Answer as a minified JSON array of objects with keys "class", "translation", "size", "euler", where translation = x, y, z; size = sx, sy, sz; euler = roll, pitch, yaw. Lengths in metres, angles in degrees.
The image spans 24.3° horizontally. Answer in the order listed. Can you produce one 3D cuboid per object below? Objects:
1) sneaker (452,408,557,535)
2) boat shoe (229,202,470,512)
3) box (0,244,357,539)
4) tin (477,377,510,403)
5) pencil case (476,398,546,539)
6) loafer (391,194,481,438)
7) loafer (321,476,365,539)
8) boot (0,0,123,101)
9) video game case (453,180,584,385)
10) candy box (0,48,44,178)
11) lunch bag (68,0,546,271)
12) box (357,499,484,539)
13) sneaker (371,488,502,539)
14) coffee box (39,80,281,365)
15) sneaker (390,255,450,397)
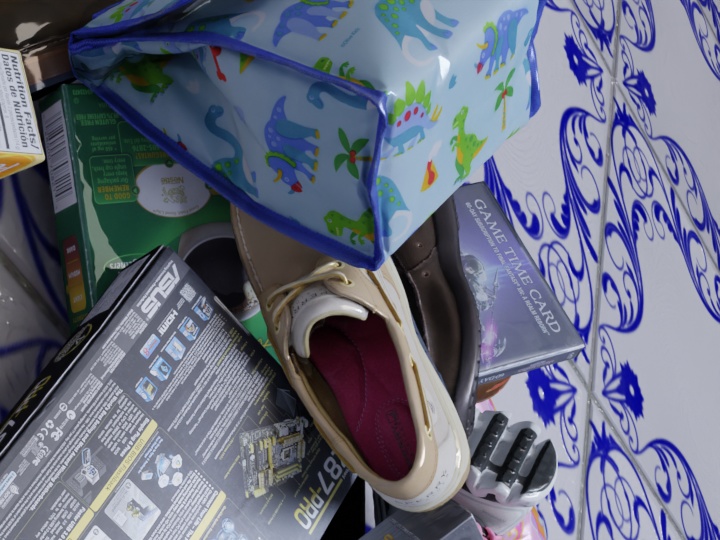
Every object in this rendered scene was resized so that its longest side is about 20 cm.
[{"class":"sneaker","translation":[0.028,0.102,1.073],"size":[0.199,0.081,0.075],"euler":[34,50,10]},{"class":"boat shoe","translation":[-0.011,0.027,0.844],"size":[0.201,0.073,0.069],"euler":[58,9,17]},{"class":"box","translation":[-0.100,0.112,0.803],"size":[0.161,0.049,0.201],"euler":[46,50,-16]},{"class":"tin","translation":[0.033,0.001,1.132],"size":[0.112,0.042,0.200],"euler":[-37,79,-33]},{"class":"pencil case","translation":[0.065,0.119,1.182],"size":[0.087,0.087,0.202],"euler":[-25,96,-64]},{"class":"loafer","translation":[0.031,0.025,1.021],"size":[0.074,0.070,0.201],"euler":[91,-6,-45]},{"class":"loafer","translation":[-0.021,0.182,0.990],"size":[0.072,0.062,0.202],"euler":[32,47,-55]},{"class":"boot","translation":[-0.154,-0.159,0.922],"size":[0.200,0.074,0.098],"euler":[-36,104,-54]},{"class":"video game case","translation":[0.032,0.017,1.077],"size":[0.198,0.019,0.144],"euler":[-12,59,-31]},{"class":"candy box","translation":[-0.234,-0.055,0.663],"size":[0.199,0.114,0.056],"euler":[-3,77,-63]},{"class":"lunch bag","translation":[-0.025,-0.118,0.864],"size":[0.170,0.199,0.129],"euler":[-41,144,-40]},{"class":"box","translation":[0.028,0.248,0.940],"size":[0.158,0.048,0.201],"euler":[-36,117,-18]},{"class":"sneaker","translation":[0.054,0.171,1.035],"size":[0.201,0.094,0.080],"euler":[82,6,-60]},{"class":"coffee box","translation":[-0.100,-0.001,0.898],"size":[0.122,0.044,0.202],"euler":[-7,85,-34]},{"class":"sneaker","translation":[-0.002,0.000,0.921],"size":[0.202,0.076,0.148],"euler":[49,-41,50]}]
